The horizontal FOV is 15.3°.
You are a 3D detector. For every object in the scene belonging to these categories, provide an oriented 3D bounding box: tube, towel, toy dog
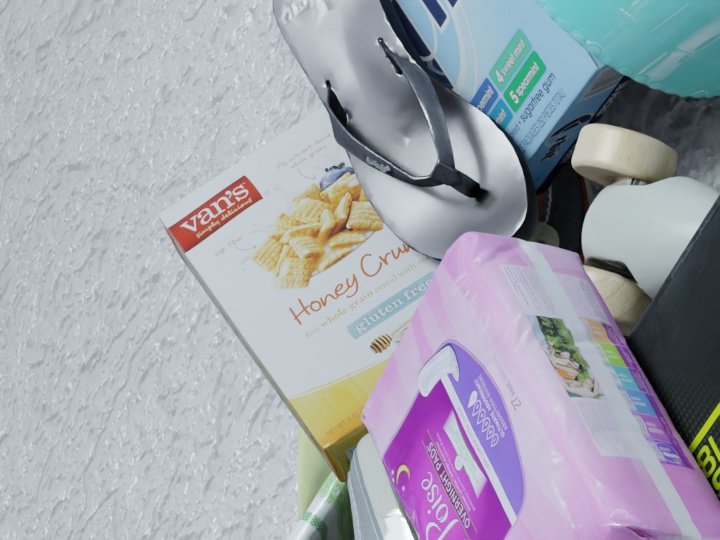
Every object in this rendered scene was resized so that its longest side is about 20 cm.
[{"bbox_3d":[-0.011,0.070,1.484,0.052,0.058,0.200,57,159,20],"label":"tube"},{"bbox_3d":[-0.026,0.139,1.408,0.200,0.031,0.149,-54,-11,-16],"label":"towel"},{"bbox_3d":[0.177,-0.004,1.241,0.200,0.096,0.132,38,104,46],"label":"toy dog"}]

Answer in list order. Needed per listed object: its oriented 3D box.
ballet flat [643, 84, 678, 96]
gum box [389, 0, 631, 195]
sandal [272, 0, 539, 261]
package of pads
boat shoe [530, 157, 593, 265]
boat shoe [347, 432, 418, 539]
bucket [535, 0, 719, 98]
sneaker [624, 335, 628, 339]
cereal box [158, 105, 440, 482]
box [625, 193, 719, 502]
[{"bbox_3d":[0.134,-0.161,1.411,0.069,0.063,0.200,-49,34,19],"label":"ballet flat"},{"bbox_3d":[0.053,-0.149,1.352,0.200,0.045,0.170,58,154,12],"label":"gum box"},{"bbox_3d":[0.013,-0.081,1.343,0.076,0.043,0.200,-43,67,13],"label":"sandal"},{"bbox_3d":[0.076,0.090,1.129,0.121,0.076,0.200,-63,33,28],"label":"package of pads"},{"bbox_3d":[0.077,0.012,1.412,0.071,0.063,0.200,-29,47,54],"label":"boat shoe"},{"bbox_3d":[0.018,0.167,1.240,0.071,0.070,0.201,-30,55,18],"label":"boat shoe"},{"bbox_3d":[0.164,-0.189,1.242,0.135,0.207,0.207,-43,38,42],"label":"bucket"},{"bbox_3d":[0.087,0.108,1.283,0.200,0.073,0.085,-52,0,-45],"label":"sneaker"},{"bbox_3d":[0.000,0.000,1.376,0.144,0.040,0.200,-33,50,-6],"label":"cereal box"},{"bbox_3d":[0.160,0.090,1.099,0.200,0.047,0.193,-61,37,34],"label":"box"}]
